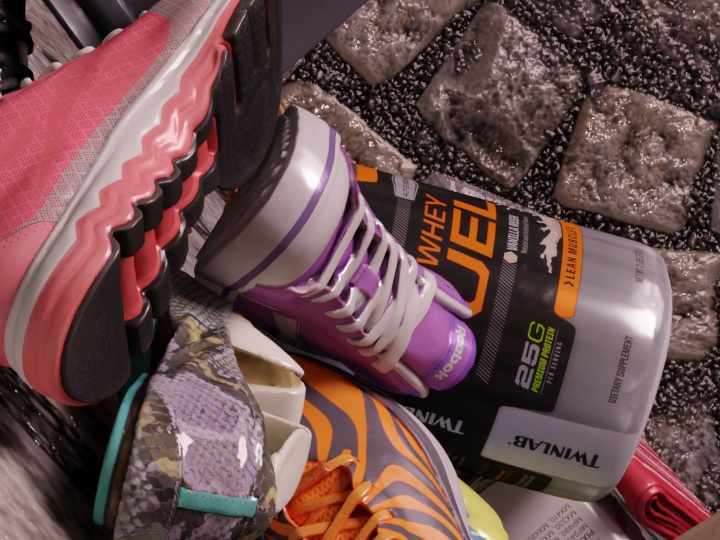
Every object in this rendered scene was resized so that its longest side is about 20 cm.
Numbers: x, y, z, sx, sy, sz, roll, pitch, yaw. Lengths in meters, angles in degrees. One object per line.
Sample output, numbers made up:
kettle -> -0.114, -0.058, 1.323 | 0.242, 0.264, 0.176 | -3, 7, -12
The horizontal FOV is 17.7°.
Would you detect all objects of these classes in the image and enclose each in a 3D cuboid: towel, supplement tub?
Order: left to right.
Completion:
supplement tub -> 0.029, 0.023, 1.038 | 0.200, 0.123, 0.123 | 15, 10, -6
towel -> 0.112, 0.071, 1.191 | 0.200, 0.022, 0.145 | 49, 6, 34

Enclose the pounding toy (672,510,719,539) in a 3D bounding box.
pounding toy -> 0.066, 0.147, 0.576 | 0.200, 0.184, 0.142 | 59, 8, 21

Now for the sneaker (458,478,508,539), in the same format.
sneaker -> 0.065, 0.162, 0.992 | 0.200, 0.076, 0.105 | 35, 17, -9

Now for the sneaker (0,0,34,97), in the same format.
sneaker -> -0.142, -0.063, 0.800 | 0.200, 0.080, 0.074 | 57, 5, 17

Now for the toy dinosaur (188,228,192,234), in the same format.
toy dinosaur -> -0.134, -0.032, 0.931 | 0.101, 0.058, 0.200 | 32, 11, 24

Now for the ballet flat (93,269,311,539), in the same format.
ballet flat -> -0.051, 0.049, 0.780 | 0.072, 0.072, 0.200 | 47, 7, -13

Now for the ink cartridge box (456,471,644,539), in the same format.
ink cartridge box -> 0.050, 0.094, 1.181 | 0.200, 0.084, 0.145 | 48, 5, 2

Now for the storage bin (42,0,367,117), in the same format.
storage bin -> -0.057, -0.127, 0.892 | 0.146, 0.134, 0.200 | 53, -2, 15

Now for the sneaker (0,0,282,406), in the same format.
sneaker -> -0.086, -0.047, 0.747 | 0.087, 0.200, 0.074 | 16, -45, 13

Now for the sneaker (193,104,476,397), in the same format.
sneaker -> 0.000, -0.001, 0.871 | 0.114, 0.073, 0.200 | 32, -5, -1

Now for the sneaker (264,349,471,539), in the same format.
sneaker -> 0.003, 0.100, 0.846 | 0.200, 0.078, 0.112 | 50, 4, 22
